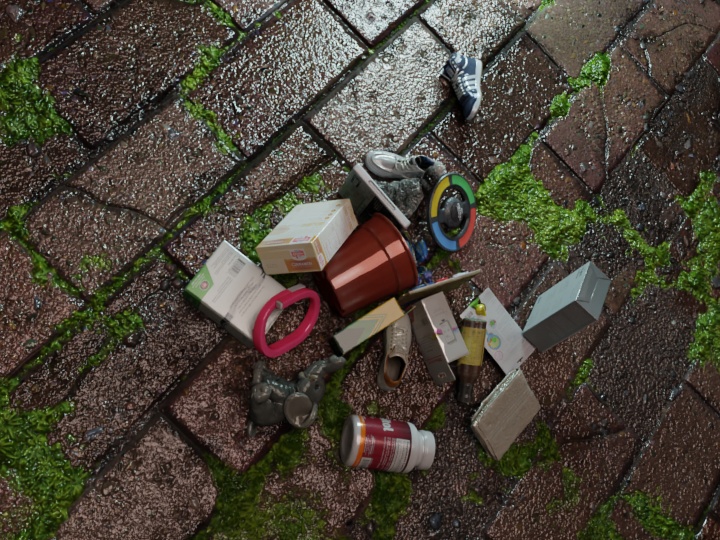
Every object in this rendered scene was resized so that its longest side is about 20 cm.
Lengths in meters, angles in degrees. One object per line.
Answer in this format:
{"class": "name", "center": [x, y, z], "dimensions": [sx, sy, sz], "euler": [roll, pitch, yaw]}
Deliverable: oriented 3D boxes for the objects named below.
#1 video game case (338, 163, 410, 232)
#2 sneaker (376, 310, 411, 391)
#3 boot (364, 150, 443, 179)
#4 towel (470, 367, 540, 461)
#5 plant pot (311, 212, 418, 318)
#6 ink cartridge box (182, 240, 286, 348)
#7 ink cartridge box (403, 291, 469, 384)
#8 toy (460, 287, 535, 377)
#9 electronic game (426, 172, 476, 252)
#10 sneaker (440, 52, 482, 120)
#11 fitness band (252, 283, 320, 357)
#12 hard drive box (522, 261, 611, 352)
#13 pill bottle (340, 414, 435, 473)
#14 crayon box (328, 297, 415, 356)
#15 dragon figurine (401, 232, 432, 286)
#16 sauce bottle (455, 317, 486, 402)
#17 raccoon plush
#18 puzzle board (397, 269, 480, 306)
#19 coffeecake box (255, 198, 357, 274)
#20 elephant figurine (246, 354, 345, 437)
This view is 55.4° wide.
{"class": "video game case", "center": [0.029, -0.152, 1.638], "dimensions": [0.023, 0.200, 0.182], "euler": [-41, 91, -15]}
{"class": "sneaker", "center": [0.093, 0.183, 1.630], "dimensions": [0.072, 0.085, 0.203], "euler": [15, 68, -13]}
{"class": "boot", "center": [0.116, -0.274, 1.760], "dimensions": [0.197, 0.096, 0.075], "euler": [14, 71, -15]}
{"class": "towel", "center": [0.356, 0.353, 1.683], "dimensions": [0.200, 0.034, 0.133], "euler": [-41, 111, -24]}
{"class": "plant pot", "center": [0.000, 0.000, 1.601], "dimensions": [0.194, 0.201, 0.202], "euler": [-29, 86, -15]}
{"class": "ink cartridge box", "center": [-0.274, 0.057, 1.537], "dimensions": [0.199, 0.083, 0.147], "euler": [39, 67, -6]}
{"class": "ink cartridge box", "center": [0.188, 0.165, 1.650], "dimensions": [0.067, 0.116, 0.202], "euler": [-19, 83, -22]}
{"class": "toy", "center": [0.342, 0.159, 1.742], "dimensions": [0.115, 0.047, 0.201], "euler": [-40, 96, -23]}
{"class": "electronic game", "center": [0.234, -0.148, 1.753], "dimensions": [0.198, 0.041, 0.203], "euler": [-4, 96, -45]}
{"class": "sneaker", "center": [0.276, -0.512, 1.896], "dimensions": [0.107, 0.070, 0.203], "euler": [17, 63, -19]}
{"class": "fitness band", "center": [-0.160, 0.112, 1.520], "dimensions": [0.037, 0.146, 0.199], "euler": [23, 28, 28]}
{"class": "hard drive box", "center": [0.515, 0.093, 1.720], "dimensions": [0.077, 0.200, 0.156], "euler": [40, 50, -4]}
{"class": "pill bottle", "center": [0.061, 0.393, 1.544], "dimensions": [0.197, 0.113, 0.115], "euler": [12, 71, -16]}
{"class": "crayon box", "center": [0.024, 0.123, 1.578], "dimensions": [0.198, 0.127, 0.051], "euler": [-31, 86, -12]}
{"class": "dragon figurine", "center": [0.129, -0.044, 1.696], "dimensions": [0.058, 0.099, 0.203], "euler": [-4, 74, -20]}
{"class": "sauce bottle", "center": [0.265, 0.217, 1.669], "dimensions": [0.064, 0.065, 0.203], "euler": [8, 90, -17]}
{"class": "raccoon plush", "center": [0.099, -0.223, 1.717], "dimensions": [0.133, 0.097, 0.201], "euler": [36, 97, -11]}
{"class": "puzzle board", "center": [0.175, 0.045, 1.660], "dimensions": [0.197, 0.151, 0.018], "euler": [-16, 78, -22]}
{"class": "coffeecake box", "center": [-0.118, -0.078, 1.549], "dimensions": [0.200, 0.152, 0.074], "euler": [-54, 132, -48]}
{"class": "elephant figurine", "center": [-0.139, 0.272, 1.490], "dimensions": [0.197, 0.156, 0.143], "euler": [6, 50, -8]}
